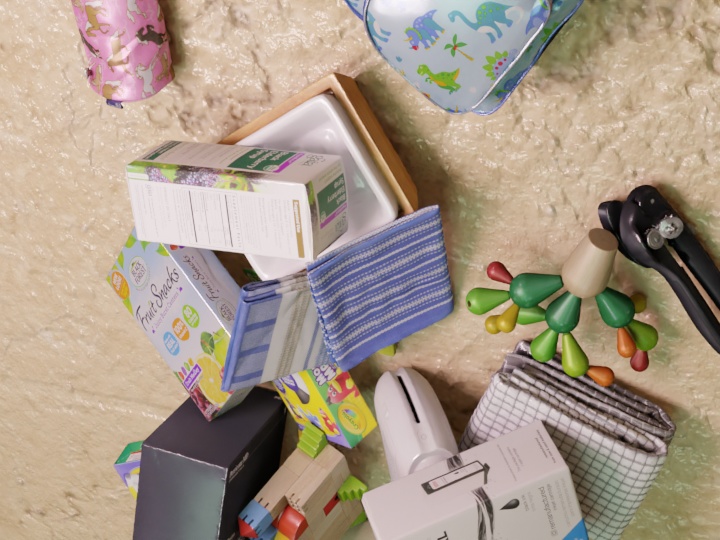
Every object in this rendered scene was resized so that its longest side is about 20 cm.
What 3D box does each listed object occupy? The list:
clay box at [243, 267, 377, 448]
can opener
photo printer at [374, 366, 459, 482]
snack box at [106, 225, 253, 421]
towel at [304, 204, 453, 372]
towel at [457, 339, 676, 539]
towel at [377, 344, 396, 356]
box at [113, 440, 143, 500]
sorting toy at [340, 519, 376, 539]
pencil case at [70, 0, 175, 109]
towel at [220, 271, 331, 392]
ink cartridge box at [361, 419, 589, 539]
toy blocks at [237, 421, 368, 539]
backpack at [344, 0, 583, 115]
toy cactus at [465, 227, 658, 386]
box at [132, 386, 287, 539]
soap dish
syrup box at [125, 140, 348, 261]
[{"bbox_3d":[-0.069,0.093,1.588,0.114,0.048,0.201,10,135,57],"label":"clay box"},{"bbox_3d":[0.308,-0.001,1.387,0.063,0.079,0.200,-45,105,0],"label":"can opener"},{"bbox_3d":[0.068,0.214,1.574,0.069,0.167,0.202,-15,121,-5],"label":"photo printer"},{"bbox_3d":[-0.181,0.045,1.574,0.201,0.053,0.142,53,141,9],"label":"snack box"},{"bbox_3d":[0.024,0.022,1.445,0.143,0.024,0.201,-26,149,-7],"label":"towel"},{"bbox_3d":[0.212,0.178,1.533,0.198,0.086,0.167,27,137,9],"label":"towel"},{"bbox_3d":[0.000,0.000,1.544,0.085,0.018,0.202,15,129,20],"label":"towel"},{"bbox_3d":[-0.210,0.297,1.830,0.116,0.049,0.201,-14,119,31],"label":"box"},{"bbox_3d":[-0.004,0.404,1.822,0.183,0.037,0.201,-16,116,32],"label":"sorting toy"},{"bbox_3d":[-0.241,-0.262,1.418,0.082,0.086,0.202,29,139,45],"label":"pencil case"},{"bbox_3d":[-0.045,0.047,1.477,0.024,0.198,0.148,53,145,33],"label":"towel"},{"bbox_3d":[0.118,0.260,1.465,0.198,0.085,0.147,-23,124,-3],"label":"ink cartridge box"},{"bbox_3d":[-0.068,0.278,1.658,0.099,0.137,0.201,32,158,26],"label":"toy blocks"},{"bbox_3d":[0.080,-0.249,1.242,0.199,0.147,0.183,38,128,-2],"label":"backpack"},{"bbox_3d":[0.207,0.024,1.414,0.198,0.103,0.166,21,133,-1],"label":"toy cactus"},{"bbox_3d":[-0.168,0.245,1.646,0.103,0.200,0.184,15,111,12],"label":"box"},{"bbox_3d":[-0.050,-0.089,1.444,0.199,0.081,0.158,-26,100,36],"label":"soap dish"},{"bbox_3d":[-0.116,-0.068,1.391,0.198,0.079,0.082,6,117,26],"label":"syrup box"}]
